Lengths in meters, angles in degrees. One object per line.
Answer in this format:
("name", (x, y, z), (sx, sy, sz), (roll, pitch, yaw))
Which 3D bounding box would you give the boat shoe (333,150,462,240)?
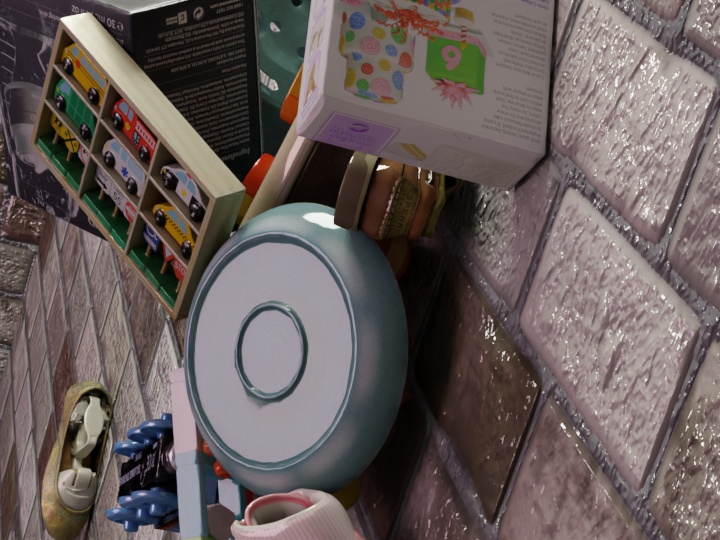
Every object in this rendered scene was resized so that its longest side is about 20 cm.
("boat shoe", (0.036, -0.063, 1.297), (0.200, 0.068, 0.072), (-61, -13, -63))

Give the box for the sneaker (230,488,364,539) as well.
("sneaker", (-0.049, 0.198, 1.280), (0.105, 0.075, 0.200), (59, 149, 2))

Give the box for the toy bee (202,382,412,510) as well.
("toy bee", (-0.047, 0.114, 1.354), (0.131, 0.109, 0.200), (54, 151, 18))

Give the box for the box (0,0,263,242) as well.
("box", (-0.181, -0.139, 1.511), (0.200, 0.124, 0.197), (23, 125, 43))

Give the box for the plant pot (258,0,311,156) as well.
("plant pot", (-0.088, -0.176, 1.620), (0.196, 0.200, 0.200), (-24, 53, 60))

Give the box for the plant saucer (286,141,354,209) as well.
("plant saucer", (-0.002, -0.097, 1.419), (0.200, 0.037, 0.200), (-60, -1, -1))

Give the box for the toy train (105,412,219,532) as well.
("toy train", (-0.143, 0.173, 1.626), (0.200, 0.114, 0.087), (142, 136, -66))

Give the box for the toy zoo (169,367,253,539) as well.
("toy zoo", (-0.091, 0.148, 1.408), (0.020, 0.131, 0.200), (-14, 70, 25))

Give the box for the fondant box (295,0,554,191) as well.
("fondant box", (0.044, -0.163, 1.205), (0.058, 0.144, 0.200), (132, 148, -58))

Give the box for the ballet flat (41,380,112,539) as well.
("ballet flat", (-0.341, 0.229, 2.367), (0.071, 0.071, 0.200), (144, 137, -66))

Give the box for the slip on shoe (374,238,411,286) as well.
("slip on shoe", (0.000, 0.000, 1.382), (0.200, 0.061, 0.074), (120, 172, -80))

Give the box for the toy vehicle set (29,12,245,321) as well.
("toy vehicle set", (-0.163, -0.075, 1.392), (0.200, 0.027, 0.124), (48, 137, 27))

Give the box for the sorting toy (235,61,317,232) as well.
("sorting toy", (-0.043, -0.097, 1.424), (0.185, 0.036, 0.200), (-61, -1, 19))

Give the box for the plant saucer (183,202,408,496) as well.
("plant saucer", (-0.052, 0.054, 1.289), (0.200, 0.027, 0.200), (-4, 84, 42))
